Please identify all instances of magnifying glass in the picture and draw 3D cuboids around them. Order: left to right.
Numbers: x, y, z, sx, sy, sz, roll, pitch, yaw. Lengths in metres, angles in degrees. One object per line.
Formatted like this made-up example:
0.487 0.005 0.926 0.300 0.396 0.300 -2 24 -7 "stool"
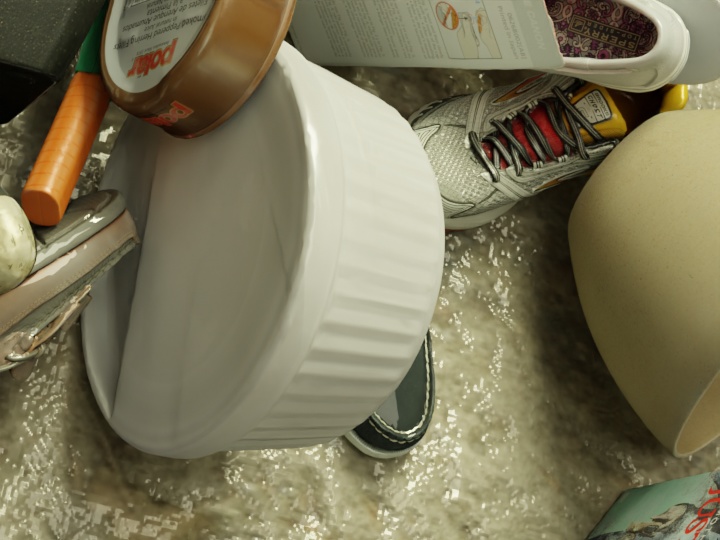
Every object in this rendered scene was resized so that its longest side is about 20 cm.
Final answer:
-0.127 -0.104 0.735 0.022 0.080 0.200 9 51 2 "magnifying glass"

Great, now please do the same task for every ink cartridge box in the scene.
0.016 -0.182 0.750 0.050 0.200 0.162 -40 120 -32 "ink cartridge box"

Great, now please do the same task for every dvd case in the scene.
0.159 0.153 0.759 0.022 0.200 0.146 49 62 -7 "dvd case"

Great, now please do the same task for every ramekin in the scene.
-0.046 -0.007 0.709 0.094 0.202 0.203 13 71 -36 "ramekin"

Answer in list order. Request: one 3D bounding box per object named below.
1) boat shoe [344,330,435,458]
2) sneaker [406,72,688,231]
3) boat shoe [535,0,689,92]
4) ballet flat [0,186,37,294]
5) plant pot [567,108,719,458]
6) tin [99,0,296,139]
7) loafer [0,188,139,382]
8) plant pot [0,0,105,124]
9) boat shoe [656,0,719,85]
0.000 0.000 0.799 0.076 0.060 0.200 -16 84 -29 "boat shoe"
0.103 -0.084 0.861 0.200 0.082 0.078 -24 88 -29 "sneaker"
0.078 -0.142 0.819 0.200 0.069 0.072 24 96 19 "boat shoe"
-0.230 -0.040 0.653 0.200 0.057 0.067 25 89 14 "ballet flat"
0.197 -0.014 0.845 0.200 0.200 0.134 -33 65 -29 "plant pot"
-0.066 -0.159 0.684 0.042 0.112 0.200 21 74 -33 "tin"
-0.184 0.037 0.691 0.200 0.072 0.063 -34 110 -14 "loafer"
-0.199 -0.174 0.683 0.199 0.200 0.178 14 81 -23 "plant pot"
0.134 -0.171 0.867 0.200 0.069 0.057 30 33 20 "boat shoe"
